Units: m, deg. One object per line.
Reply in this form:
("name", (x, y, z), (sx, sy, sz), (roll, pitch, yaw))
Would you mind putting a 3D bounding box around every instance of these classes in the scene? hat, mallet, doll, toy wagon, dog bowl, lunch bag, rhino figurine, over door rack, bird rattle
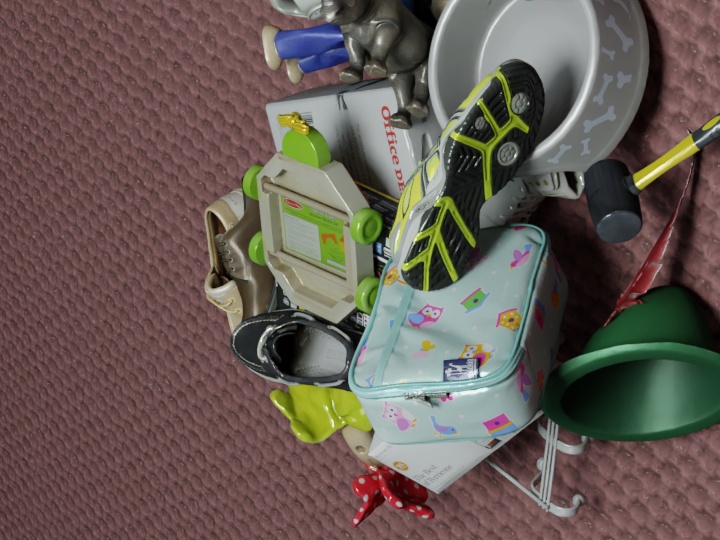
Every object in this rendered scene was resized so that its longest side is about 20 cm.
("hat", (0.243, 0.027, 1.434), (0.199, 0.165, 0.177), (-24, 51, 36))
("mallet", (0.257, -0.089, 1.323), (0.200, 0.041, 0.066), (-31, 43, 35))
("doll", (0.011, -0.217, 1.538), (0.199, 0.136, 0.049), (-11, 72, 26))
("toy wagon", (-0.041, -0.051, 1.531), (0.155, 0.039, 0.201), (23, 128, 40))
("dog bowl", (0.139, -0.171, 1.406), (0.199, 0.058, 0.201), (-4, 85, 42))
("lunch bag", (0.078, 0.051, 1.394), (0.159, 0.201, 0.077), (-4, 130, 25))
("rhino figurine", (0.012, -0.200, 1.427), (0.059, 0.200, 0.088), (1, 68, 31))
("over door rack", (0.139, 0.119, 1.582), (0.200, 0.066, 0.149), (27, 124, 40))
("bird rattle", (0.019, 0.145, 1.676), (0.112, 0.163, 0.200), (-21, 122, 37))

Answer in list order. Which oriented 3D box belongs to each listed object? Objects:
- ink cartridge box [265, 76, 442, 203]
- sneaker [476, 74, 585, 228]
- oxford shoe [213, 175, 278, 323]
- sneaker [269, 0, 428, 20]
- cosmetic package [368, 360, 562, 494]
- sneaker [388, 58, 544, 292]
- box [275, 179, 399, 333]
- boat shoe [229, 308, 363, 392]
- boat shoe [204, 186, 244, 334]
("ink cartridge box", (0.014, -0.106, 1.616), (0.199, 0.084, 0.147), (0, 108, 49))
("sneaker", (0.142, -0.067, 1.492), (0.115, 0.073, 0.201), (31, 127, 42))
("oxford shoe", (-0.114, -0.003, 1.757), (0.073, 0.084, 0.201), (135, 144, -77))
("sneaker", (-0.012, -0.262, 1.566), (0.199, 0.099, 0.078), (-9, 100, 51))
("cosmetic package", (0.091, 0.126, 1.519), (0.082, 0.051, 0.200), (31, 139, -11))
("sneaker", (0.075, -0.085, 1.371), (0.201, 0.075, 0.076), (-59, 33, 12))
("box", (0.000, 0.000, 1.586), (0.199, 0.049, 0.161), (26, 129, 38))
("boat shoe", (-0.059, 0.075, 1.593), (0.199, 0.060, 0.074), (15, 90, 43))
("boat shoe", (-0.139, 0.011, 1.865), (0.074, 0.069, 0.201), (14, 117, 46))
